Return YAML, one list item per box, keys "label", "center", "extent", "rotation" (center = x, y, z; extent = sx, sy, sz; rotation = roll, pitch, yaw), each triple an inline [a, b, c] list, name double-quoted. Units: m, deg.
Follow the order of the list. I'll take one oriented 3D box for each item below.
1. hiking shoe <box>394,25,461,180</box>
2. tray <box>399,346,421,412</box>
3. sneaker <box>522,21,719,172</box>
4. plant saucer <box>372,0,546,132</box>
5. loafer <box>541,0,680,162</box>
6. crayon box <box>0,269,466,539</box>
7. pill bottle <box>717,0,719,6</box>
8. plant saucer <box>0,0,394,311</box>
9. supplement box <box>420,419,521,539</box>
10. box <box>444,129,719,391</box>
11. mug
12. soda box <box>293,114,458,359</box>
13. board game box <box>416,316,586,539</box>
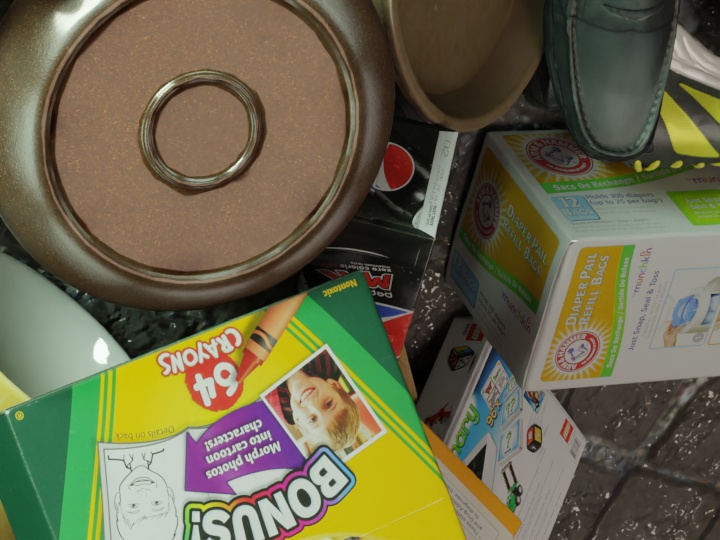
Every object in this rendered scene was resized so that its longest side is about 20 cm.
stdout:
- label: "hiking shoe"
  center: [-0.018, -0.097, 1.452]
  extent: [0.100, 0.076, 0.200]
  rotation: [-35, 131, -9]
- label: "tray"
  center: [-0.007, 0.125, 1.626]
  extent: [0.098, 0.037, 0.201]
  rotation: [-25, 129, -13]
- label: "sneaker"
  center: [0.171, -0.085, 1.544]
  extent: [0.199, 0.074, 0.085]
  rotation: [31, 94, -14]
- label: "plant saucer"
  center: [0.053, -0.170, 1.416]
  extent: [0.200, 0.029, 0.201]
  rotation: [-29, 124, -56]
- label: "loafer"
  center: [0.131, -0.153, 1.448]
  extent: [0.068, 0.070, 0.202]
  rotation: [-2, 102, -9]
- label: "crayon box"
  center: [-0.059, 0.116, 1.343]
  extent: [0.199, 0.058, 0.173]
  rotation: [-22, 89, -28]
- label: "pill bottle"
  center: [0.238, -0.178, 1.520]
  extent: [0.112, 0.112, 0.200]
  rotation: [-34, 130, -6]
- label: "plant saucer"
  center: [-0.076, -0.069, 1.303]
  extent: [0.199, 0.032, 0.201]
  rotation: [-6, 113, -15]
- label: "supplement box"
  center: [-0.021, 0.166, 1.446]
  extent: [0.126, 0.073, 0.200]
  rotation: [46, 53, -13]
- label: "box"
  center: [0.164, -0.010, 1.581]
  extent: [0.199, 0.113, 0.102]
  rotation: [-4, 126, -27]
- label: "mug"
  center: [-0.216, 0.084, 1.420]
  extent: [0.153, 0.150, 0.186]
  rotation: [-46, 137, 16]
- label: "soda box"
  center: [0.000, 0.000, 1.460]
  extent: [0.063, 0.071, 0.200]
  rotation: [13, 150, 0]
- label: "board game box"
  center: [0.058, 0.144, 1.602]
  extent: [0.126, 0.034, 0.201]
  rotation: [52, 52, -41]
